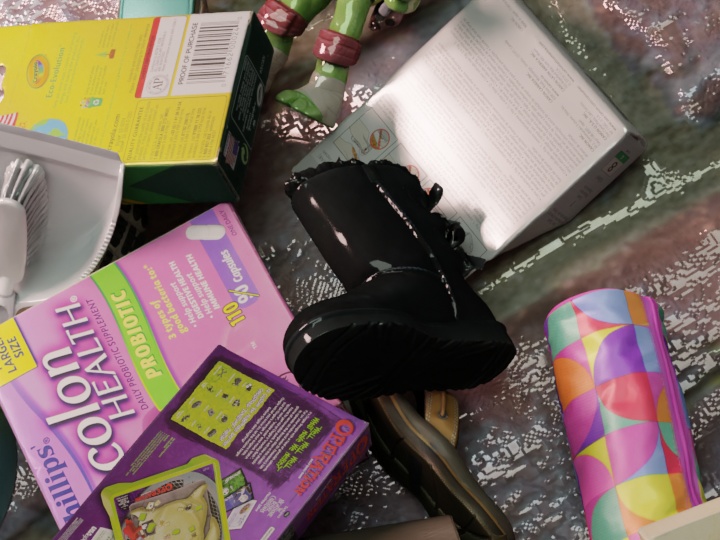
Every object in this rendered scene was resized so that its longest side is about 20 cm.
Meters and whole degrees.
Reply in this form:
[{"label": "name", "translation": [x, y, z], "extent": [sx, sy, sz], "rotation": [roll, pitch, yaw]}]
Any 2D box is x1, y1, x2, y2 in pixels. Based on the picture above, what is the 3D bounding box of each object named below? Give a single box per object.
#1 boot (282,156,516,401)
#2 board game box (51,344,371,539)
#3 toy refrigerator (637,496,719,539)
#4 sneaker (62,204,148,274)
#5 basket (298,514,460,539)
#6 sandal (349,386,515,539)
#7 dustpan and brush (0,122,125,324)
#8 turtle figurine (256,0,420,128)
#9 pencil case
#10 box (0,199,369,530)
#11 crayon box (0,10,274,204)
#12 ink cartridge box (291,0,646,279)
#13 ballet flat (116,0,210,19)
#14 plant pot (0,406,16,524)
[{"label": "boot", "translation": [0.000, -0.001, 1.699], "extent": [0.073, 0.198, 0.163], "rotation": [-50, 55, 32]}, {"label": "board game box", "translation": [-0.097, 0.145, 1.620], "extent": [0.120, 0.032, 0.200], "rotation": [25, 59, 27]}, {"label": "toy refrigerator", "translation": [0.233, 0.237, 1.565], "extent": [0.070, 0.076, 0.201], "rotation": [-21, 88, 2]}, {"label": "sneaker", "translation": [-0.202, -0.071, 1.868], "extent": [0.085, 0.077, 0.201], "rotation": [-17, 55, 17]}, {"label": "basket", "translation": [-0.021, 0.234, 1.639], "extent": [0.199, 0.136, 0.181], "rotation": [-19, 75, -1]}, {"label": "sandal", "translation": [0.047, 0.107, 1.716], "extent": [0.054, 0.082, 0.200], "rotation": [-28, 59, -21]}, {"label": "dustpan and brush", "translation": [-0.235, -0.005, 1.779], "extent": [0.139, 0.200, 0.057], "rotation": [14, 47, 3]}, {"label": "turtle figurine", "translation": [-0.027, -0.211, 1.826], "extent": [0.144, 0.200, 0.194], "rotation": [28, 93, -3]}, {"label": "pencil case", "translation": [0.176, 0.108, 1.682], "extent": [0.088, 0.088, 0.201], "rotation": [-16, 63, 4]}, {"label": "box", "translation": [-0.126, 0.085, 1.752], "extent": [0.200, 0.097, 0.176], "rotation": [-29, 62, -2]}, {"label": "crayon box", "translation": [-0.167, -0.109, 1.794], "extent": [0.199, 0.051, 0.127], "rotation": [0, 58, 20]}, {"label": "ink cartridge box", "translation": [0.074, -0.078, 1.826], "extent": [0.200, 0.050, 0.161], "rotation": [-44, 62, 11]}, {"label": "ballet flat", "translation": [-0.134, -0.141, 1.880], "extent": [0.068, 0.067, 0.201], "rotation": [-9, 62, 15]}, {"label": "plant pot", "translation": [-0.346, 0.109, 1.753], "extent": [0.200, 0.161, 0.201], "rotation": [-5, 64, 10]}]
